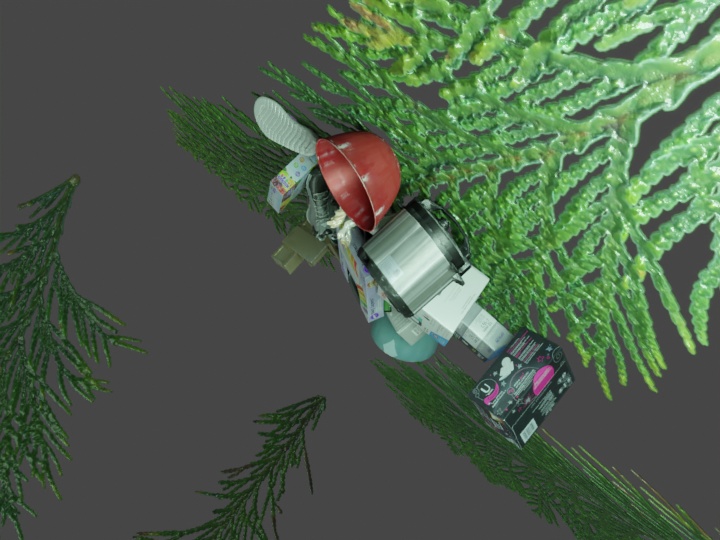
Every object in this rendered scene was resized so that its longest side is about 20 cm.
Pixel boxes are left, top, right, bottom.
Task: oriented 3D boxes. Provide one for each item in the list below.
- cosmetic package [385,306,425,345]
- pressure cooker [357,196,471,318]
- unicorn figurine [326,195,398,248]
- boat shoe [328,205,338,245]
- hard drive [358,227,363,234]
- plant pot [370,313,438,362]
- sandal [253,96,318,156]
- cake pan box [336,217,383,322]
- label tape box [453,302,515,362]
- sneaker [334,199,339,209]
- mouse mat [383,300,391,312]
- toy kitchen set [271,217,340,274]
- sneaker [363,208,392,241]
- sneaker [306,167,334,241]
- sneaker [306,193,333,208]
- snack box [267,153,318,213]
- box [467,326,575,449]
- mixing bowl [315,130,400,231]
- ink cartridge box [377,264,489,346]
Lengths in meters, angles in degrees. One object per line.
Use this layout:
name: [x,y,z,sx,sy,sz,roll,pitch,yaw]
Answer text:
cosmetic package: [0.111,0.075,1.678,0.090,0.106,0.202,40,-167,-47]
pressure cooker: [0.113,-0.031,1.287,0.176,0.199,0.179,48,-177,-29]
unicorn figurine: [0.036,-0.087,1.397,0.198,0.140,0.073,34,171,-27]
boat shoe: [-0.060,-0.118,1.802,0.068,0.074,0.201,10,166,4]
hard drive: [0.019,-0.046,1.796,0.200,0.041,0.138,124,123,-79]
plant pot: [0.135,0.126,1.800,0.199,0.198,0.138,37,131,27]
sandal: [-0.173,-0.335,1.566,0.201,0.084,0.050,40,-150,14]
cake pan box: [0.000,0.000,1.614,0.202,0.051,0.187,86,162,-56]
label tape box: [0.303,0.164,1.601,0.200,0.066,0.144,44,167,13]
sneaker: [-0.028,-0.156,1.656,0.091,0.066,0.200,46,163,1]
mouse mat: [0.033,0.025,1.656,0.200,0.007,0.166,165,89,-77]
toy kitchen set: [-0.125,-0.034,2.014,0.162,0.200,0.182,31,162,44]
sneaker: [0.046,-0.072,1.547,0.073,0.085,0.203,6,134,41]
sneaker: [-0.090,-0.151,1.645,0.203,0.073,0.118,97,159,-53]
sneaker: [-0.118,-0.204,1.763,0.084,0.075,0.201,64,160,17]
snack box: [-0.169,-0.230,1.678,0.053,0.142,0.200,44,168,-3]
box: [0.347,0.250,1.422,0.114,0.200,0.133,30,162,48]
mixing bowl: [0.009,-0.191,1.285,0.201,0.107,0.202,51,163,22]
ink cartridge box: [0.154,0.035,1.455,0.198,0.147,0.147,37,166,11]
